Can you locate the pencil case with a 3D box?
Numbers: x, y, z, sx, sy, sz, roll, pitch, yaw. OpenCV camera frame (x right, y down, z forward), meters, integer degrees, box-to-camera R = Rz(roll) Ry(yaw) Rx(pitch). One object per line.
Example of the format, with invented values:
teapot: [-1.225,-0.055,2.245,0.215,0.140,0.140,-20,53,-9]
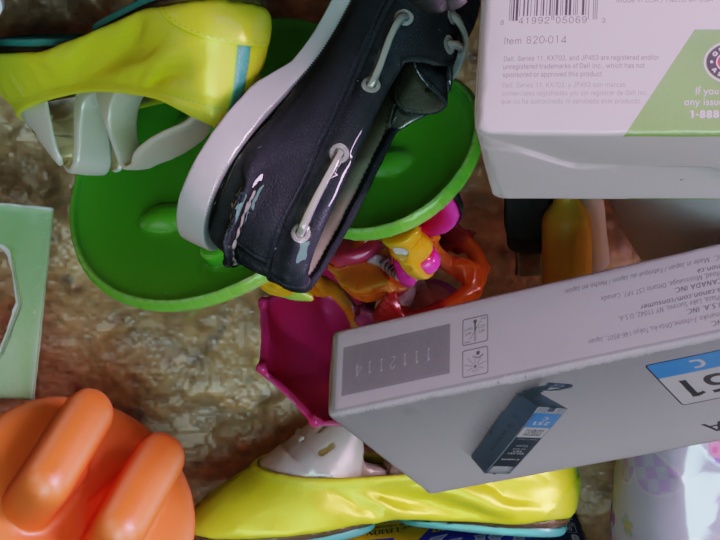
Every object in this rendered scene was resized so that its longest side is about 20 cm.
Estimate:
pencil case: [0.160,0.136,1.016,0.082,0.091,0.202,-1,103,-13]

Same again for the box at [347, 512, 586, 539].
box: [0.018,0.169,1.051,0.198,0.064,0.071,-1,116,-6]

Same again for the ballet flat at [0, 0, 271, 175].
ballet flat: [-0.104,-0.074,0.855,0.066,0.199,0.068,-2,89,-36]

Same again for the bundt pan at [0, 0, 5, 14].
bundt pan: [-0.245,-0.132,0.861,0.200,0.076,0.204,-1,104,-2]

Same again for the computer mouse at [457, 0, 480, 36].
computer mouse: [0.038,-0.141,0.905,0.058,0.034,0.200,24,123,-15]

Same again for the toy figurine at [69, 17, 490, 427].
toy figurine: [0.000,0.000,0.921,0.199,0.151,0.184,-2,146,30]

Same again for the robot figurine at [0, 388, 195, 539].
robot figurine: [-0.151,0.136,0.972,0.143,0.117,0.200,0,146,-29]

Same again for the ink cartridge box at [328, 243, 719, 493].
ink cartridge box: [0.114,0.058,0.870,0.199,0.045,0.176,-14,149,27]

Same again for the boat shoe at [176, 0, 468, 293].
boat shoe: [0.008,-0.077,0.803,0.060,0.076,0.201,29,73,15]

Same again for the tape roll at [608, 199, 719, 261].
tape roll: [0.196,-0.088,0.848,0.201,0.204,0.139,-15,154,1]

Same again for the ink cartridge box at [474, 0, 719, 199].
ink cartridge box: [0.107,-0.131,0.761,0.116,0.202,0.067,1,162,11]

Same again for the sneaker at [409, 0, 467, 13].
sneaker: [-0.033,-0.168,0.736,0.088,0.074,0.201,-31,86,4]

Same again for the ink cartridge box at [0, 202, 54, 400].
ink cartridge box: [-0.243,-0.007,0.942,0.198,0.059,0.105,6,115,-9]

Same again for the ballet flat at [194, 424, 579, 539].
ballet flat: [0.011,0.098,1.014,0.198,0.067,0.068,-1,99,-10]

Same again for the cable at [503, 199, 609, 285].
cable: [0.090,-0.075,0.915,0.050,0.097,0.201,3,121,6]
